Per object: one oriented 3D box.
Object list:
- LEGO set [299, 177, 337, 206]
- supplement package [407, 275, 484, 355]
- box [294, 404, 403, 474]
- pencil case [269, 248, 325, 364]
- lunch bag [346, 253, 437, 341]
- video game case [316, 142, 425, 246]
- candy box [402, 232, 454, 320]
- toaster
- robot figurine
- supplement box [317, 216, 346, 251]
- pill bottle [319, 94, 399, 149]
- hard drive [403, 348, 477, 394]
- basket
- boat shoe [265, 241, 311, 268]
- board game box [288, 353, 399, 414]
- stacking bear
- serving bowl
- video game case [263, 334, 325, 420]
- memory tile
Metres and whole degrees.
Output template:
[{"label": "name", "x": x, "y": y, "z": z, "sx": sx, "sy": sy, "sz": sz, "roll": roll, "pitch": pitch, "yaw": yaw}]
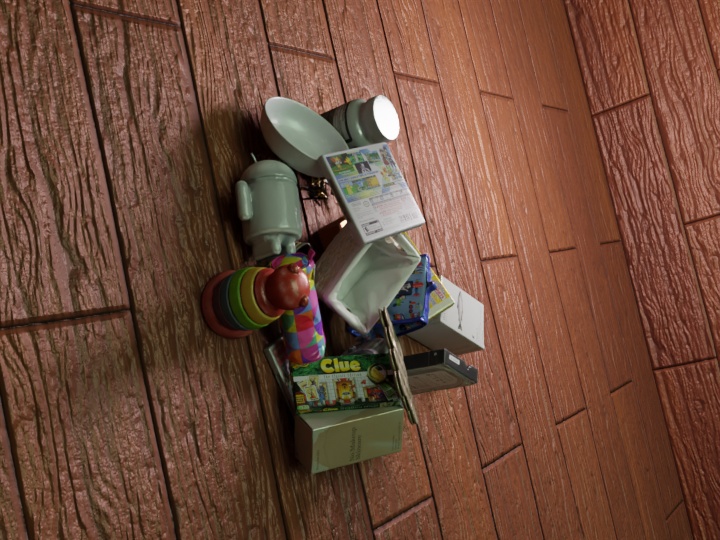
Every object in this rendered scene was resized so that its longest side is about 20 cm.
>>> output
[{"label": "LEGO set", "x": -0.018, "y": -0.162, "z": 1.805, "sx": 0.153, "sy": 0.195, "sz": 0.119, "roll": 30, "pitch": 60, "yaw": -61}, {"label": "supplement package", "x": 0.197, "y": 0.112, "z": 2.059, "sx": 0.199, "sy": 0.115, "sz": 0.120, "roll": 31, "pitch": 54, "yaw": -45}, {"label": "box", "x": -0.022, "y": 0.301, "z": 1.623, "sx": 0.196, "sy": 0.077, "sz": 0.097, "roll": -9, "pitch": 111, "yaw": -29}, {"label": "pencil case", "x": -0.111, "y": 0.067, "z": 1.590, "sx": 0.088, "sy": 0.086, "sz": 0.205, "roll": -41, "pitch": 132, "yaw": -53}, {"label": "lunch bag", "x": 0.079, "y": 0.059, "z": 1.839, "sx": 0.094, "sy": 0.197, "sz": 0.154, "roll": 36, "pitch": 49, "yaw": -42}, {"label": "video game case", "x": 0.023, "y": -0.150, "z": 1.674, "sx": 0.198, "sy": 0.022, "sz": 0.185, "roll": -19, "pitch": 81, "yaw": -47}, {"label": "candy box", "x": 0.115, "y": 0.018, "z": 1.952, "sx": 0.101, "sy": 0.027, "sz": 0.202, "roll": -27, "pitch": 73, "yaw": -25}, {"label": "toaster", "x": 0.027, "y": 0.234, "z": 1.764, "sx": 0.204, "sy": 0.112, "sz": 0.129, "roll": 67, "pitch": 21, "yaw": -9}, {"label": "robot figurine", "x": -0.169, "y": -0.118, "z": 1.631, "sx": 0.168, "sy": 0.111, "sz": 0.205, "roll": 15, "pitch": 64, "yaw": -54}, {"label": "supplement box", "x": -0.010, "y": -0.094, "z": 1.891, "sx": 0.199, "sy": 0.065, "sz": 0.070, "roll": -37, "pitch": 107, "yaw": -53}, {"label": "pill bottle", "x": -0.023, "y": -0.290, "z": 1.829, "sx": 0.115, "sy": 0.197, "sz": 0.119, "roll": 25, "pitch": 58, "yaw": -48}, {"label": "hard drive", "x": 0.133, "y": 0.220, "z": 1.856, "sx": 0.139, "sy": 0.197, "sz": 0.039, "roll": 33, "pitch": 53, "yaw": -44}, {"label": "basket", "x": 0.000, "y": 0.000, "z": 1.751, "sx": 0.201, "sy": 0.123, "sz": 0.136, "roll": -52, "pitch": 125, "yaw": -9}, {"label": "boat shoe", "x": -0.149, "y": 0.019, "z": 1.654, "sx": 0.072, "sy": 0.059, "sz": 0.202, "roll": 55, "pitch": 39, "yaw": -27}, {"label": "board game box", "x": -0.031, "y": 0.209, "z": 1.626, "sx": 0.195, "sy": 0.024, "sz": 0.107, "roll": -3, "pitch": 53, "yaw": -16}, {"label": "stacking bear", "x": -0.168, "y": 0.042, "z": 1.495, "sx": 0.113, "sy": 0.197, "sz": 0.124, "roll": -15, "pitch": 89, "yaw": -55}, {"label": "serving bowl", "x": -0.117, "y": -0.249, "z": 1.709, "sx": 0.197, "sy": 0.066, "sz": 0.202, "roll": 29, "pitch": 30, "yaw": -18}, {"label": "video game case", "x": -0.104, "y": 0.209, "z": 1.682, "sx": 0.143, "sy": 0.017, "sz": 0.204, "roll": -39, "pitch": 110, "yaw": -54}, {"label": "memory tile", "x": 0.072, "y": 0.184, "z": 1.691, "sx": 0.155, "sy": 0.016, "sz": 0.203, "roll": 68, "pitch": 9, "yaw": -49}]
